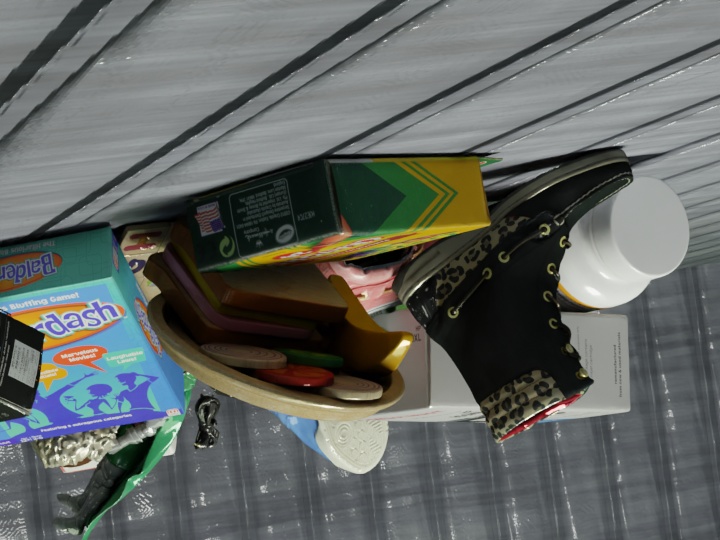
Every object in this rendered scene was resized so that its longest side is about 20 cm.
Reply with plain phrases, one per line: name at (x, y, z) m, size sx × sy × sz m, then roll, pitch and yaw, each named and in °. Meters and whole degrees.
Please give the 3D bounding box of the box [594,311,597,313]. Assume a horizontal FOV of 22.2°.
box at (0.151, 0.006, 1.821) m, size 0.101 × 0.114 × 0.200 m, roll -13°, pitch 174°, yaw 23°

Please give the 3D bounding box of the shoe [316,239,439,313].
shoe at (0.028, -0.017, 1.448) m, size 0.199 × 0.072 × 0.091 m, roll -28°, pitch 167°, yaw -43°

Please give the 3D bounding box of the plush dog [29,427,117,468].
plush dog at (-0.239, 0.060, 1.594) m, size 0.171 × 0.162 × 0.200 m, roll -28°, pitch -163°, yaw -17°

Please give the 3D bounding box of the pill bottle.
pill bottle at (0.178, -0.020, 1.534) m, size 0.110 × 0.112 × 0.200 m, roll -8°, pitch 175°, yaw -32°

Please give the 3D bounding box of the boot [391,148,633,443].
boot at (0.143, 0.018, 1.373) m, size 0.203 × 0.154 × 0.073 m, roll -32°, pitch 164°, yaw 3°

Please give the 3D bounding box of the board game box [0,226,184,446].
board game box at (-0.223, 0.052, 1.320) m, size 0.151 × 0.045 × 0.200 m, roll -10°, pitch 146°, yaw 6°

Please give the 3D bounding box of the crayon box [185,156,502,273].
crayon box at (-0.002, -0.039, 1.225) m, size 0.126 × 0.051 × 0.199 m, roll -14°, pitch 175°, yaw 38°

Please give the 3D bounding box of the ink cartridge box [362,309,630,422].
ink cartridge box at (0.101, 0.080, 1.519) m, size 0.198 × 0.085 × 0.144 m, roll 4°, pitch 170°, yaw -29°

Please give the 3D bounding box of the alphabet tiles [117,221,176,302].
alphabet tiles at (-0.136, 0.008, 1.365) m, size 0.199 × 0.006 × 0.167 m, roll -7°, pitch 152°, yaw -30°

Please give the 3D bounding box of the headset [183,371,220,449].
headset at (-0.201, 0.078, 1.473) m, size 0.199 × 0.124 × 0.094 m, roll 22°, pitch 141°, yaw 16°

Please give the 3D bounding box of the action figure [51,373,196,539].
action figure at (-0.199, 0.147, 1.608) m, size 0.200 × 0.054 × 0.118 m, roll -52°, pitch -162°, yaw 16°

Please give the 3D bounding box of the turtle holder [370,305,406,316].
turtle holder at (0.002, 0.024, 1.666) m, size 0.131 × 0.141 × 0.186 m, roll -14°, pitch -141°, yaw 46°

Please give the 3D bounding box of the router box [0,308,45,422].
router box at (-0.329, 0.057, 1.207) m, size 0.199 × 0.063 × 0.150 m, roll -14°, pitch 149°, yaw 37°

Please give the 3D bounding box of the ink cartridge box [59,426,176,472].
ink cartridge box at (-0.233, 0.083, 1.747) m, size 0.115 × 0.201 × 0.068 m, roll -11°, pitch 139°, yaw 13°

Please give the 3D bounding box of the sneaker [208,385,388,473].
sneaker at (-0.064, 0.095, 1.569) m, size 0.111 × 0.077 × 0.200 m, roll 7°, pitch 148°, yaw 49°

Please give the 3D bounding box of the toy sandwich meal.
toy sandwich meal at (-0.054, 0.032, 1.251) m, size 0.203 × 0.071 × 0.205 m, roll 18°, pitch -165°, yaw -5°
